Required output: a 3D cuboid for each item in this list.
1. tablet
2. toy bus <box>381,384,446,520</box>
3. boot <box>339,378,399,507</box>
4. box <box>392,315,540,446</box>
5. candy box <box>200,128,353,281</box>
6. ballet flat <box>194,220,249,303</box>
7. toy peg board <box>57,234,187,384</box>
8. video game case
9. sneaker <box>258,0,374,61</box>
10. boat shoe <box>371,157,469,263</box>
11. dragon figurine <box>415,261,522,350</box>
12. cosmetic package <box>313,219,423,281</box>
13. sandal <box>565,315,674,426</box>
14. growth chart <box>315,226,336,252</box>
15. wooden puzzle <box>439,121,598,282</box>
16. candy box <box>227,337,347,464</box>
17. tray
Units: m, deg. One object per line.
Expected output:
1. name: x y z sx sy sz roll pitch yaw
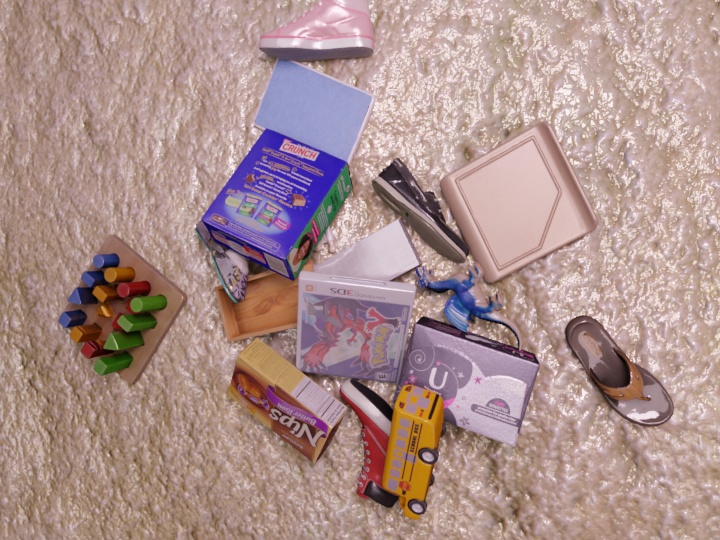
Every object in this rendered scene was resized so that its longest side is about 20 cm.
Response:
1. tablet: -0.082 -0.276 1.053 0.196 0.014 0.133 26 97 13
2. toy bus: 0.080 0.277 0.911 0.076 0.065 0.205 15 121 13
3. boot: 0.010 0.293 1.012 0.200 0.072 0.145 44 101 6
4. box: 0.164 0.168 0.948 0.195 0.115 0.136 18 95 13
5. candy box: -0.131 -0.112 0.988 0.166 0.078 0.203 24 68 18
6. ballet flat: -0.226 -0.033 1.034 0.072 0.072 0.201 -45 51 11
7. toy peg board: -0.458 0.073 1.107 0.197 0.098 0.202 37 98 10
8. video game case: -0.013 0.095 0.963 0.177 0.023 0.204 7 128 0
9. sneaker: -0.074 -0.414 1.015 0.194 0.075 0.108 -1 93 3
10. boat shoe: 0.108 -0.096 0.983 0.200 0.072 0.068 45 74 4
11. dragon figurine: 0.172 0.057 0.966 0.099 0.059 0.201 -43 79 29
12. cosmetic package: 0.000 0.000 1.018 0.197 0.051 0.084 -28 82 13
13. sandal: 0.392 0.154 0.923 0.081 0.054 0.202 -38 82 11
14. growth chart: -0.144 -0.093 1.069 0.194 0.018 0.149 -7 89 14
15. wooden puzzle: 0.248 -0.106 0.967 0.197 0.037 0.189 -28 85 17
16. candy box: -0.126 0.221 1.025 0.198 0.056 0.118 36 132 12
17. tray: -0.157 0.054 1.037 0.196 0.037 0.101 -14 91 31
